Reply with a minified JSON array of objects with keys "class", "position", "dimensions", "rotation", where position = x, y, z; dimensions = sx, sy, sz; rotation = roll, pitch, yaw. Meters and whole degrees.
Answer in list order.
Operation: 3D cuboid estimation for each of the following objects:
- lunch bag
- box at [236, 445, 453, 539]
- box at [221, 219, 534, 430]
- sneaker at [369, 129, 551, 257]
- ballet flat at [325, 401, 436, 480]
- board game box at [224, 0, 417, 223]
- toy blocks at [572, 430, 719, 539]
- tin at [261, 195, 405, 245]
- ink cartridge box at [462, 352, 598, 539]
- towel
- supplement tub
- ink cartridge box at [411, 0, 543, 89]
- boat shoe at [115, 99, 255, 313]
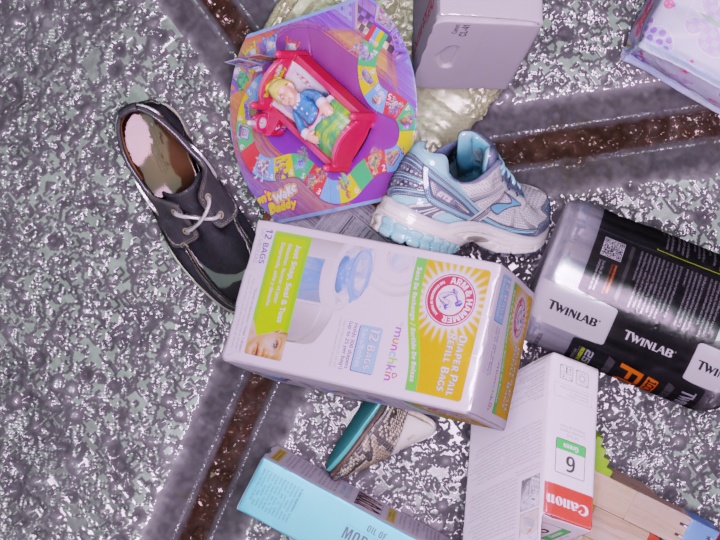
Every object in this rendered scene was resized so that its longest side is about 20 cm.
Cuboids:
[{"class":"lunch bag","position":[0.335,-0.198,1.174],"dimensions":[0.199,0.127,0.170],"rotation":[30,93,-3]},{"class":"box","position":[0.002,0.214,1.208],"dimensions":[0.199,0.082,0.049],"rotation":[28,92,4]},{"class":"box","position":[0.016,0.041,1.107],"dimensions":[0.199,0.101,0.113],"rotation":[11,81,23]},{"class":"sneaker","position":[0.095,-0.062,1.152],"dimensions":[0.077,0.199,0.087],"rotation":[31,112,32]},{"class":"ballet flat","position":[0.043,0.090,1.219],"dimensions":[0.075,0.068,0.201],"rotation":[24,87,-7]},{"class":"board game box","position":[-0.045,-0.123,1.164],"dimensions":[0.199,0.039,0.159],"rotation":[-10,87,41]},{"class":"toy blocks","position":[0.199,0.244,1.197],"dimensions":[0.136,0.100,0.201],"rotation":[26,97,-6]},{"class":"tin","position":[0.000,0.000,1.199],"dimensions":[0.200,0.042,0.112],"rotation":[40,97,25]},{"class":"ink cartridge box","position":[0.129,0.176,1.145],"dimensions":[0.050,0.109,0.201],"rotation":[21,58,-24]},{"class":"towel","position":[0.015,-0.171,1.236],"dimensions":[0.199,0.036,0.149],"rotation":[35,90,5]},{"class":"supplement tub","position":[0.235,0.033,1.176],"dimensions":[0.199,0.123,0.123],"rotation":[22,91,4]},{"class":"ink cartridge box","position":[0.088,-0.259,1.156],"dimensions":[0.085,0.148,0.202],"rotation":[1,77,-5]},{"class":"boat shoe","position":[-0.141,-0.050,1.229],"dimensions":[0.072,0.068,0.201],"rotation":[-31,89,2]}]
